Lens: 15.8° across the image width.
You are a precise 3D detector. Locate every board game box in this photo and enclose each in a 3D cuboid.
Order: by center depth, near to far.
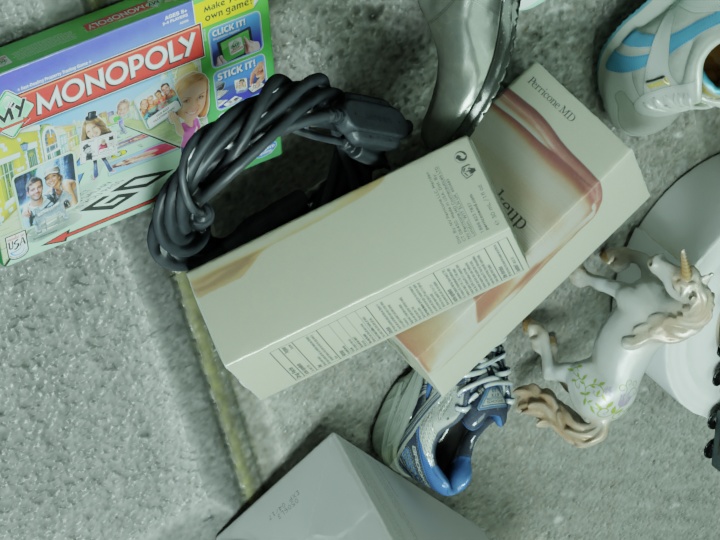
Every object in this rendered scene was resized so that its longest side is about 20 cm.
[{"bbox_3d":[-0.143,-0.097,1.579,0.199,0.029,0.135,-24,132,-23],"label":"board game box"}]

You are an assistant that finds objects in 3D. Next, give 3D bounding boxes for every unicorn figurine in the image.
[{"bbox_3d":[0.186,0.038,1.848,0.073,0.137,0.201,-3,121,-35],"label":"unicorn figurine"}]

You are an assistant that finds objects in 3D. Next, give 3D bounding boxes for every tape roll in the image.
[{"bbox_3d":[0.287,0.010,1.956,0.201,0.071,0.204,-20,130,-25],"label":"tape roll"}]

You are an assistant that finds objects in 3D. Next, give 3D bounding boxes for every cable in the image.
[{"bbox_3d":[-0.064,-0.057,1.613,0.163,0.051,0.200,-39,161,25],"label":"cable"}]

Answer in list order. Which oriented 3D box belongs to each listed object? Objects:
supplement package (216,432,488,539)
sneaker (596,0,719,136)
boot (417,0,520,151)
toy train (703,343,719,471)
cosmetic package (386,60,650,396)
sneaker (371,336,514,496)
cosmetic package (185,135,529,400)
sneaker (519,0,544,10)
[{"bbox_3d":[0.017,0.228,1.851,0.121,0.120,0.200,-42,137,12],"label":"supplement package"},{"bbox_3d":[0.220,-0.138,1.749,0.076,0.081,0.200,-4,155,-22],"label":"sneaker"},{"bbox_3d":[0.040,-0.179,1.622,0.130,0.068,0.201,19,112,-5],"label":"boot"},{"bbox_3d":[0.287,0.065,1.919,0.046,0.034,0.201,-21,131,-29],"label":"toy train"},{"bbox_3d":[0.086,-0.028,1.739,0.200,0.103,0.087,-45,156,-5],"label":"cosmetic package"},{"bbox_3d":[0.079,0.069,1.826,0.077,0.085,0.201,-3,120,-36],"label":"sneaker"},{"bbox_3d":[0.000,0.000,1.646,0.199,0.071,0.105,-25,162,2],"label":"cosmetic package"},{"bbox_3d":[0.178,-0.212,1.708,0.200,0.074,0.118,-42,130,-9],"label":"sneaker"}]
